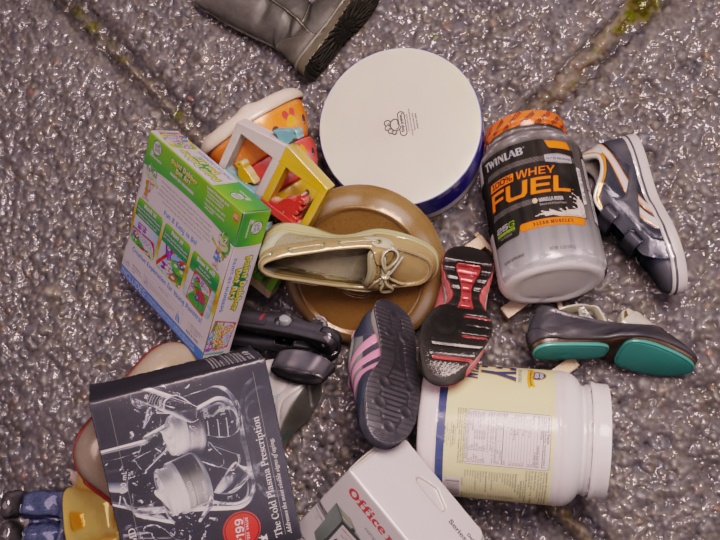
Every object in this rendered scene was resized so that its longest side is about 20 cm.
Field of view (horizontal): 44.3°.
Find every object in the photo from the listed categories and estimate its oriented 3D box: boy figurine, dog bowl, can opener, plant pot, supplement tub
[{"bbox_3d":[-0.329,0.302,1.064,0.199,0.064,0.125,-3,76,11],"label":"boy figurine"},{"bbox_3d":[0.052,-0.165,1.080,0.199,0.079,0.201,-2,79,8],"label":"dog bowl"},{"bbox_3d":[-0.110,0.075,1.053,0.199,0.079,0.064,16,124,27],"label":"can opener"},{"bbox_3d":[0.000,0.000,1.042,0.199,0.027,0.201,3,107,11],"label":"plant pot"},{"bbox_3d":[0.166,0.179,0.966,0.199,0.145,0.146,3,80,9],"label":"supplement tub"},{"bbox_3d":[0.203,-0.073,1.007,0.122,0.123,0.201,-10,66,7],"label":"supplement tub"}]

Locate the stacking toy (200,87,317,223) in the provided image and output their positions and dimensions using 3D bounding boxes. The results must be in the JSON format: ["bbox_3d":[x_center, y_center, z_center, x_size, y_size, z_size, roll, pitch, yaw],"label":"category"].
[{"bbox_3d":[-0.089,-0.108,1.086,0.146,0.146,0.201,-32,95,2],"label":"stacking toy"}]

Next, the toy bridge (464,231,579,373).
[{"bbox_3d":[0.196,0.034,1.048,0.067,0.027,0.200,-35,77,-1],"label":"toy bridge"}]

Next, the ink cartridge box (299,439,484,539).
[{"bbox_3d":[0.015,0.290,0.944,0.146,0.084,0.200,47,133,14],"label":"ink cartridge box"}]

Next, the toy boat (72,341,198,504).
[{"bbox_3d":[-0.248,0.177,1.046,0.131,0.131,0.200,45,71,-19],"label":"toy boat"}]

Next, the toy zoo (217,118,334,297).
[{"bbox_3d":[-0.112,-0.080,1.015,0.131,0.020,0.200,37,123,8],"label":"toy zoo"}]

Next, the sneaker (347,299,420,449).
[{"bbox_3d":[0.018,0.125,0.964,0.070,0.201,0.082,29,126,-16],"label":"sneaker"}]

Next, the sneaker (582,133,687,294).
[{"bbox_3d":[0.310,-0.058,1.022,0.079,0.079,0.201,-14,67,1],"label":"sneaker"}]

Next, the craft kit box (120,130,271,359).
[{"bbox_3d":[-0.200,-0.032,1.031,0.200,0.048,0.198,40,125,34],"label":"craft kit box"}]

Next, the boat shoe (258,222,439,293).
[{"bbox_3d":[-0.012,-0.007,0.978,0.199,0.063,0.074,10,123,-5],"label":"boat shoe"}]

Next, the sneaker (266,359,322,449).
[{"bbox_3d":[-0.127,0.198,1.056,0.080,0.070,0.201,29,83,28],"label":"sneaker"}]

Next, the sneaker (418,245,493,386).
[{"bbox_3d":[0.111,0.065,0.979,0.073,0.087,0.201,11,43,10],"label":"sneaker"}]

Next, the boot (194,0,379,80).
[{"bbox_3d":[-0.093,-0.364,1.151,0.200,0.073,0.182,41,86,20],"label":"boot"}]

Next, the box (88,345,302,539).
[{"bbox_3d":[-0.176,0.202,0.936,0.181,0.104,0.201,-13,97,-15],"label":"box"}]

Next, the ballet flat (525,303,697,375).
[{"bbox_3d":[0.284,0.072,1.000,0.199,0.073,0.074,7,81,-7],"label":"ballet flat"}]
